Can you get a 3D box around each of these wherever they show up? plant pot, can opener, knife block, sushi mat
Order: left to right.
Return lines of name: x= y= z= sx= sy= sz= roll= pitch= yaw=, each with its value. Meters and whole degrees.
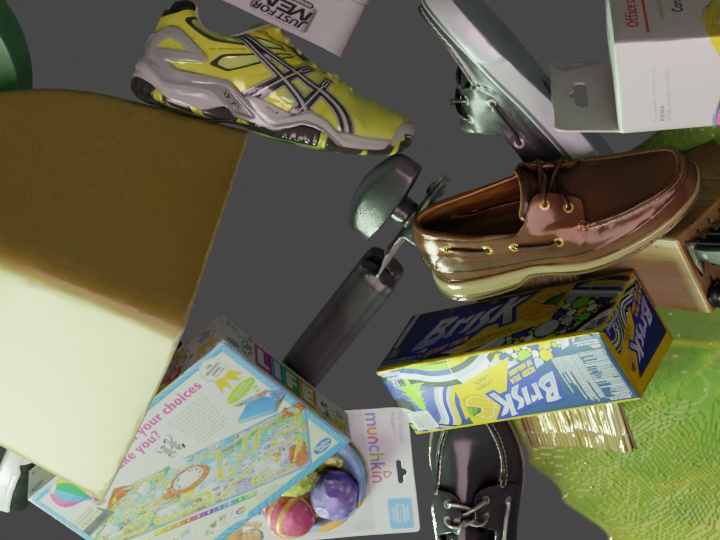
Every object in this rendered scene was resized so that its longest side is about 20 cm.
plant pot: x=-0.213 y=-0.006 z=1.414 sx=0.200 sy=0.194 sz=0.196 roll=22 pitch=134 yaw=-8
can opener: x=0.000 y=0.000 z=1.530 sx=0.066 sy=0.053 sz=0.200 roll=35 pitch=116 yaw=3
sushi mat: x=0.134 y=0.049 z=1.542 sx=0.096 sy=0.012 sz=0.200 roll=3 pitch=125 yaw=40
knife block: x=0.217 y=-0.010 z=1.439 sx=0.200 sy=0.176 sz=0.064 roll=-22 pitch=114 yaw=14

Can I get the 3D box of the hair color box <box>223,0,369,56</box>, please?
hair color box: x=-0.012 y=-0.252 z=1.389 sx=0.101 sy=0.061 sz=0.200 roll=25 pitch=115 yaw=-10

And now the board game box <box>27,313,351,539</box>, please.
board game box: x=-0.125 y=0.135 z=1.552 sx=0.200 sy=0.034 sz=0.134 roll=-38 pitch=121 yaw=19

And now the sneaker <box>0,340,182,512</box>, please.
sneaker: x=-0.196 y=0.115 z=1.586 sx=0.112 sy=0.073 sz=0.200 roll=22 pitch=115 yaw=-7

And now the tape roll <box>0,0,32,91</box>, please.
tape roll: x=-0.330 y=-0.131 z=1.478 sx=0.200 sy=0.048 sz=0.201 roll=1 pitch=117 yaw=2

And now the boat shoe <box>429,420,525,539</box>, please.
boat shoe: x=0.090 y=0.187 z=1.614 sx=0.073 sy=0.063 sz=0.200 roll=-2 pitch=118 yaw=4

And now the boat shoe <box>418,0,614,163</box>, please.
boat shoe: x=0.097 y=-0.114 z=1.457 sx=0.066 sy=0.070 sz=0.200 roll=-37 pitch=118 yaw=18

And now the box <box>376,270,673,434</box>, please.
box: x=0.113 y=0.060 z=1.498 sx=0.200 sy=0.070 sz=0.064 roll=-12 pitch=120 yaw=40

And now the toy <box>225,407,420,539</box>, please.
toy: x=-0.059 y=0.170 z=1.622 sx=0.200 sy=0.047 sz=0.115 roll=-3 pitch=119 yaw=5

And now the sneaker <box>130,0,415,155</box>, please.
sneaker: x=-0.052 y=-0.127 z=1.450 sx=0.200 sy=0.075 sz=0.076 roll=15 pitch=88 yaw=-19

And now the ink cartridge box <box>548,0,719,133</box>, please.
ink cartridge box: x=0.223 y=-0.148 z=1.399 sx=0.200 sy=0.116 sz=0.068 roll=-5 pitch=118 yaw=5

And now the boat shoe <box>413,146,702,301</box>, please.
boat shoe: x=0.128 y=-0.039 z=1.428 sx=0.200 sy=0.072 sz=0.068 roll=-19 pitch=135 yaw=21
